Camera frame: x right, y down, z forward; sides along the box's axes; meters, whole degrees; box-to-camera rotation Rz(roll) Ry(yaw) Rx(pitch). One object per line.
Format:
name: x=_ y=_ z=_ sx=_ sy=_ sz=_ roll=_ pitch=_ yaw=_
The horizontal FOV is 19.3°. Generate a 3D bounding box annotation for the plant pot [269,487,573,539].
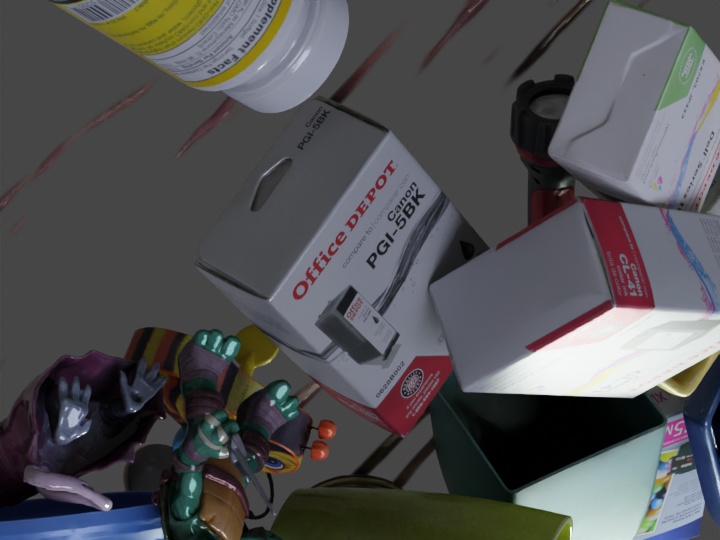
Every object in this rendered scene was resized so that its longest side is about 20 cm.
plant pot: x=0.031 y=0.234 z=1.535 sx=0.187 sy=0.198 sz=0.189 roll=19 pitch=90 yaw=-76

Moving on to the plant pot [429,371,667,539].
plant pot: x=0.146 y=0.165 z=1.678 sx=0.140 sy=0.142 sz=0.201 roll=-22 pitch=137 yaw=-16

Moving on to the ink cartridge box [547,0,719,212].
ink cartridge box: x=0.209 y=-0.099 z=1.486 sx=0.200 sy=0.067 sz=0.118 roll=27 pitch=85 yaw=-64

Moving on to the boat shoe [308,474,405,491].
boat shoe: x=0.026 y=0.218 z=1.692 sx=0.199 sy=0.068 sz=0.072 roll=24 pitch=110 yaw=-43

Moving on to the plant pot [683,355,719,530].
plant pot: x=0.379 y=0.123 z=1.733 sx=0.201 sy=0.178 sz=0.201 roll=-59 pitch=146 yaw=-29

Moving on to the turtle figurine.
turtle figurine: x=-0.085 y=0.141 z=1.354 sx=0.100 sy=0.201 sz=0.150 roll=-15 pitch=132 yaw=14

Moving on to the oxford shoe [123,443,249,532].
oxford shoe: x=-0.122 y=0.201 z=1.589 sx=0.072 sy=0.071 sz=0.200 roll=-52 pitch=124 yaw=-22

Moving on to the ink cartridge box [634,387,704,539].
ink cartridge box: x=0.246 y=0.189 z=1.833 sx=0.118 sy=0.042 sz=0.201 roll=-16 pitch=134 yaw=-21

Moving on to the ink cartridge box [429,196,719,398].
ink cartridge box: x=0.169 y=0.022 z=1.463 sx=0.199 sy=0.086 sz=0.147 roll=6 pitch=149 yaw=-46

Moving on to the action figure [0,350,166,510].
action figure: x=-0.216 y=0.126 z=1.401 sx=0.199 sy=0.150 sz=0.133 roll=-29 pitch=136 yaw=35

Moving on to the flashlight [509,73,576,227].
flashlight: x=0.143 y=-0.043 z=1.548 sx=0.068 sy=0.068 sz=0.201 roll=-36 pitch=138 yaw=-36

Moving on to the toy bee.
toy bee: x=-0.075 y=0.102 z=1.502 sx=0.199 sy=0.108 sz=0.132 roll=24 pitch=66 yaw=-53

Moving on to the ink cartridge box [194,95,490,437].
ink cartridge box: x=0.000 y=0.000 z=1.458 sx=0.147 sy=0.083 sz=0.200 roll=-54 pitch=137 yaw=-9

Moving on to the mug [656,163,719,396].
mug: x=0.282 y=-0.012 z=1.605 sx=0.149 sy=0.188 sz=0.153 roll=-11 pitch=143 yaw=40

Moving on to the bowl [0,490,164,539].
bowl: x=-0.210 y=0.178 z=1.426 sx=0.199 sy=0.200 sz=0.040 roll=-4 pitch=88 yaw=-30

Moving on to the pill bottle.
pill bottle: x=-0.104 y=-0.176 z=1.250 sx=0.114 sy=0.114 sz=0.199 roll=-49 pitch=136 yaw=12
